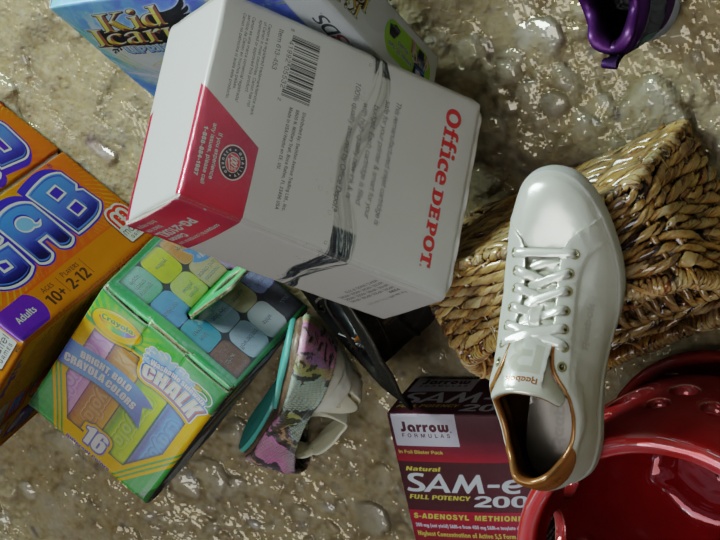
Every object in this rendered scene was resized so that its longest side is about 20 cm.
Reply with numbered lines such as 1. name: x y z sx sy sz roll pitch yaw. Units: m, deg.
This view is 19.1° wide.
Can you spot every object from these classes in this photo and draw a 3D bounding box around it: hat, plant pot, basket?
1. hat: 0.000 0.000 1.513 0.081 0.201 0.201 -38 96 -4
2. plant pot: 0.226 0.159 1.433 0.200 0.183 0.201 11 119 21
3. basket: 0.155 0.016 1.419 0.200 0.143 0.149 -23 103 33

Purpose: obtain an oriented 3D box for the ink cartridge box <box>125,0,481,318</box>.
1. ink cartridge box: -0.034 -0.070 1.380 0.199 0.145 0.084 21 158 -26

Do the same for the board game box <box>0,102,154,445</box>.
1. board game box: -0.315 0.015 1.614 0.200 0.200 0.200 38 124 4

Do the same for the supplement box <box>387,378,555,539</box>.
1. supplement box: 0.097 0.181 1.583 0.108 0.061 0.201 -2 113 28

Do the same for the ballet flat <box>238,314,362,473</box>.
1. ballet flat: -0.039 0.095 1.585 0.071 0.069 0.200 18 147 -4

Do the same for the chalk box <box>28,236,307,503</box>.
1. chalk box: -0.135 0.049 1.581 0.124 0.124 0.200 39 130 3

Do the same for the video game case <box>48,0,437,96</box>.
1. video game case: -0.077 -0.160 1.436 0.199 0.046 0.181 -4 153 30

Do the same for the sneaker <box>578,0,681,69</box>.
1. sneaker: 0.150 -0.229 1.330 0.074 0.088 0.201 -10 110 30

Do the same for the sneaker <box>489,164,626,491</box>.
1. sneaker: 0.118 0.037 1.303 0.073 0.085 0.201 -1 95 25
